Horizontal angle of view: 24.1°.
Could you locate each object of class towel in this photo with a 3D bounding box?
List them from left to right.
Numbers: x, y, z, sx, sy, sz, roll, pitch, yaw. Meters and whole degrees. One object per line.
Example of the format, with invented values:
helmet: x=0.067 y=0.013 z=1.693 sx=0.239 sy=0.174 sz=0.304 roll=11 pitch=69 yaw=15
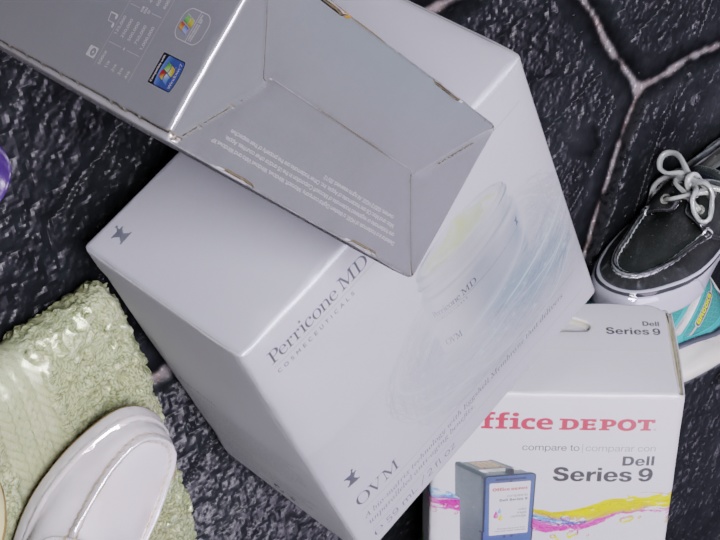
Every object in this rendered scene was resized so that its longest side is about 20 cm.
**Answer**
towel: x=-0.156 y=0.114 z=0.857 sx=0.148 sy=0.036 sz=0.201 roll=-34 pitch=132 yaw=-28

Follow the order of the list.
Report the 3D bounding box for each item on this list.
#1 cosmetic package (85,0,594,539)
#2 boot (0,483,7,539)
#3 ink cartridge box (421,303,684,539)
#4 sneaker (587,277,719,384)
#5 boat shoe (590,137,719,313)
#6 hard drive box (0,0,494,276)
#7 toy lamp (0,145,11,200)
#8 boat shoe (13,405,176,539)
cosmetic package: x=0.000 y=0.000 z=0.865 sx=0.199 sy=0.123 sz=0.200 roll=-47 pitch=142 yaw=-16
boot: x=-0.263 y=0.141 z=0.723 sx=0.200 sy=0.073 sz=0.155 roll=-44 pitch=137 yaw=12
ink cartridge box: x=0.110 y=0.121 z=1.017 sx=0.144 sy=0.088 sz=0.201 roll=1 pitch=126 yaw=1
sneaker: x=0.159 y=0.056 z=1.120 sx=0.199 sy=0.077 sz=0.080 roll=-29 pitch=99 yaw=-24
boat shoe: x=0.222 y=-0.041 z=1.109 sx=0.199 sy=0.073 sz=0.068 roll=-32 pitch=135 yaw=-29
hard drive box: x=-0.069 y=-0.089 z=0.709 sx=0.156 sy=0.200 sz=0.077 roll=30 pitch=90 yaw=-49
toy lamp: x=-0.221 y=-0.078 z=0.676 sx=0.058 sy=0.058 sz=0.200 roll=-56 pitch=137 yaw=-5
boat shoe: x=-0.138 y=0.165 z=0.822 sx=0.071 sy=0.069 sz=0.201 roll=29 pitch=89 yaw=-48
